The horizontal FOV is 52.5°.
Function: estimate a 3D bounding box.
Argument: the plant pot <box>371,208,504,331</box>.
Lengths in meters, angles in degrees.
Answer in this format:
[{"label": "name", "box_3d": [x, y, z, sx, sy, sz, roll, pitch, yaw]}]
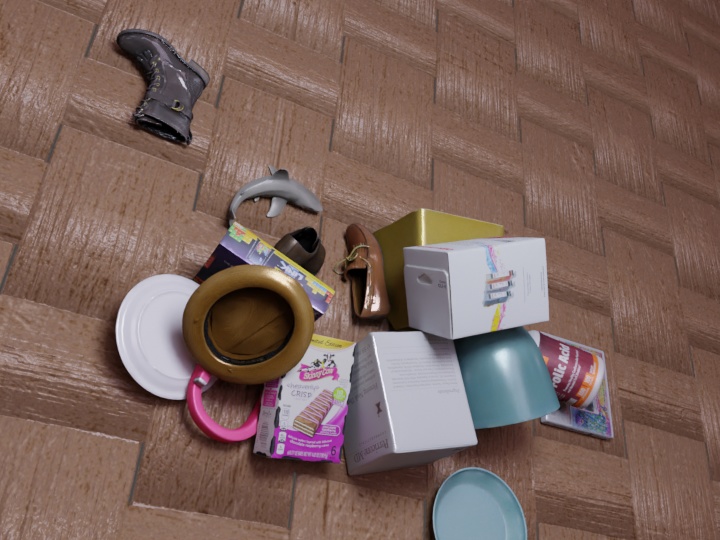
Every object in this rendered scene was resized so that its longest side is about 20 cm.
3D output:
[{"label": "plant pot", "box_3d": [0.142, 0.017, 1.387, 0.194, 0.195, 0.200, 9, 73, -27]}]

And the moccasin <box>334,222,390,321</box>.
[{"label": "moccasin", "box_3d": [-0.001, 0.001, 1.381, 0.078, 0.074, 0.202, 7, 65, -33]}]

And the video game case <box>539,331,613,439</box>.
[{"label": "video game case", "box_3d": [0.453, 0.244, 1.551, 0.182, 0.024, 0.200, 18, 57, -22]}]

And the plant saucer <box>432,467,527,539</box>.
[{"label": "plant saucer", "box_3d": [0.203, 0.451, 1.286, 0.200, 0.036, 0.200, 14, 59, -24]}]

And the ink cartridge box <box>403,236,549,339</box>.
[{"label": "ink cartridge box", "box_3d": [0.193, 0.023, 1.234, 0.200, 0.145, 0.145, -7, 97, -25]}]

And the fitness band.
[{"label": "fitness band", "box_3d": [-0.194, 0.177, 1.170, 0.144, 0.037, 0.200, 46, 48, -23]}]

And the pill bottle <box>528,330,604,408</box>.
[{"label": "pill bottle", "box_3d": [0.368, 0.187, 1.454, 0.200, 0.114, 0.114, 22, 55, -1]}]

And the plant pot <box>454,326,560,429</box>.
[{"label": "plant pot", "box_3d": [0.242, 0.184, 1.322, 0.200, 0.201, 0.161, -10, 86, -34]}]

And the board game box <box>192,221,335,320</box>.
[{"label": "board game box", "box_3d": [-0.165, 0.031, 1.207, 0.200, 0.165, 0.057, 35, 53, -10]}]

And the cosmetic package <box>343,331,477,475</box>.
[{"label": "cosmetic package", "box_3d": [0.068, 0.223, 1.242, 0.166, 0.167, 0.200, 2, 64, -30]}]

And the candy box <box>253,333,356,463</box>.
[{"label": "candy box", "box_3d": [-0.087, 0.203, 1.179, 0.136, 0.061, 0.200, 15, 76, -36]}]

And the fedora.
[{"label": "fedora", "box_3d": [-0.167, 0.075, 1.114, 0.201, 0.201, 0.082, 35, 12, -10]}]

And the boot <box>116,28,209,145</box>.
[{"label": "boot", "box_3d": [-0.376, -0.336, 1.337, 0.200, 0.069, 0.174, 27, 54, -18]}]

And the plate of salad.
[{"label": "plate of salad", "box_3d": [-0.297, 0.105, 1.155, 0.200, 0.048, 0.200, 19, 61, -40]}]

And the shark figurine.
[{"label": "shark figurine", "box_3d": [-0.172, -0.152, 1.351, 0.214, 0.089, 0.128, -19, 75, -38]}]

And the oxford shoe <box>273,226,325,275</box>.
[{"label": "oxford shoe", "box_3d": [-0.094, -0.036, 1.293, 0.073, 0.084, 0.200, 44, 14, 6]}]
